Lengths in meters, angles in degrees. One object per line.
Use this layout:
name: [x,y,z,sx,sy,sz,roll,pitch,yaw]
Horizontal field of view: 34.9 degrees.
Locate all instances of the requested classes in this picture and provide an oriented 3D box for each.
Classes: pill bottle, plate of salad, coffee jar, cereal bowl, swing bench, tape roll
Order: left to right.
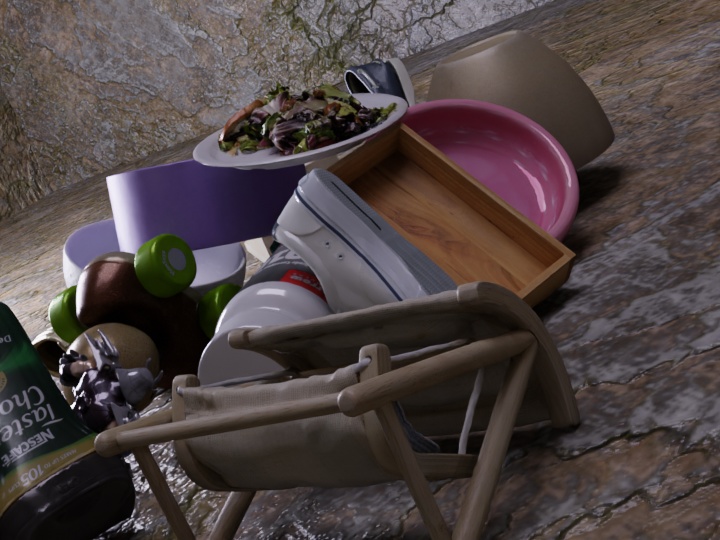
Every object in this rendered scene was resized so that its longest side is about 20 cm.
coffee jar: [-0.256,0.123,0.850,0.104,0.200,0.086,-30,-25,-31]
cereal bowl: [-0.222,0.014,1.239,0.197,0.084,0.201,6,23,-2]
tape roll: [-0.149,-0.070,1.152,0.197,0.086,0.200,-11,5,1]
pill bottle: [-0.051,0.048,0.925,0.113,0.115,0.200,-18,16,21]
plate of salad: [-0.056,-0.136,1.024,0.197,0.049,0.200,-11,20,4]
swing bench: [-0.007,0.091,0.678,0.197,0.131,0.200,-14,17,36]

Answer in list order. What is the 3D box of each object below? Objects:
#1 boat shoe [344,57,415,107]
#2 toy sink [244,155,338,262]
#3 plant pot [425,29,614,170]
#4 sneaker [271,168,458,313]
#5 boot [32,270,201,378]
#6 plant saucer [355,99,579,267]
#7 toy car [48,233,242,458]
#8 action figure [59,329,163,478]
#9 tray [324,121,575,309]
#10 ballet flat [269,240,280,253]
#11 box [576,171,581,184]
boat shoe: [0.035,-0.131,1.144,0.061,0.202,0.075,-9,-26,-17]
toy sink: [-0.096,-0.091,1.486,0.129,0.113,0.200,-26,15,-10]
plant pot: [0.143,-0.164,1.167,0.198,0.136,0.201,-22,15,6]
sneaker: [0.016,0.014,0.859,0.071,0.200,0.073,-50,-15,20]
boot: [-0.282,0.061,1.333,0.198,0.073,0.156,-5,27,31]
plant saucer: [0.092,-0.067,1.018,0.198,0.051,0.202,2,51,-3]
toy car: [-0.210,0.097,1.044,0.163,0.158,0.202,-26,38,35]
action figure: [-0.241,0.133,0.935,0.199,0.069,0.131,-34,50,10]
tray: [0.066,-0.035,0.935,0.098,0.037,0.200,-35,60,-27]
ballet flat: [0.000,0.000,1.079,0.198,0.073,0.072,1,26,33]
box: [0.123,-0.051,1.148,0.136,0.040,0.200,-11,19,37]
